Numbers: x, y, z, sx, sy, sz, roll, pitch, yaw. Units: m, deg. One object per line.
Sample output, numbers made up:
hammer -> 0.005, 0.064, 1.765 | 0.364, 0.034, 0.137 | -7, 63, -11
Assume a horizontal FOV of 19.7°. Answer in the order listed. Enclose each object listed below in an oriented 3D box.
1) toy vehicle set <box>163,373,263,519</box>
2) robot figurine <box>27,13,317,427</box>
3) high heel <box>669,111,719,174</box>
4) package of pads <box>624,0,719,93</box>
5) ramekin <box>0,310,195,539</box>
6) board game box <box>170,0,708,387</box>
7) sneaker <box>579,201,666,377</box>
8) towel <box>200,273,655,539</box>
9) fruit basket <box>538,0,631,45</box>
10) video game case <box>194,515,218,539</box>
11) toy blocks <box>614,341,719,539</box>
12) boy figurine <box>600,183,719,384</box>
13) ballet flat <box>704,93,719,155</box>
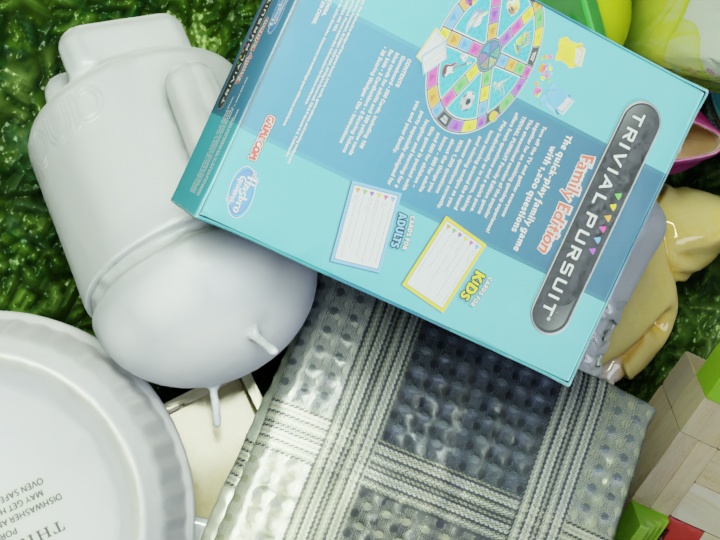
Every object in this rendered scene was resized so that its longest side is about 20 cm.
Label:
toy vehicle set -> -0.071, 0.165, 1.065 | 0.124, 0.027, 0.201 | -26, 85, -7
robot figurine -> -0.091, -0.027, 1.005 | 0.113, 0.170, 0.201 | -14, 65, -23
high heel -> 0.100, -0.077, 1.141 | 0.199, 0.096, 0.068 | 5, 96, -29
package of pads -> 0.201, -0.173, 1.121 | 0.068, 0.200, 0.155 | 15, 91, -18
ramekin -> -0.177, 0.117, 0.977 | 0.201, 0.094, 0.203 | 0, 85, -4
board game box -> 0.037, -0.056, 0.929 | 0.199, 0.047, 0.151 | 25, 92, -23
sneaker -> 0.104, 0.052, 1.092 | 0.200, 0.088, 0.075 | -47, 157, 0
towel -> 0.030, 0.121, 1.031 | 0.192, 0.035, 0.201 | 23, 74, -3
fruit basket -> 0.067, -0.123, 1.063 | 0.155, 0.216, 0.216 | -15, 108, 11
video game case -> -0.029, 0.230, 1.033 | 0.199, 0.024, 0.183 | 14, 82, -2
toy blocks -> 0.208, 0.143, 1.199 | 0.136, 0.100, 0.200 | 24, 113, -17
boy figurine -> 0.134, 0.007, 1.192 | 0.200, 0.064, 0.125 | -38, 113, -19
ballet flat -> 0.258, -0.033, 1.199 | 0.074, 0.074, 0.201 | 10, 50, -29
